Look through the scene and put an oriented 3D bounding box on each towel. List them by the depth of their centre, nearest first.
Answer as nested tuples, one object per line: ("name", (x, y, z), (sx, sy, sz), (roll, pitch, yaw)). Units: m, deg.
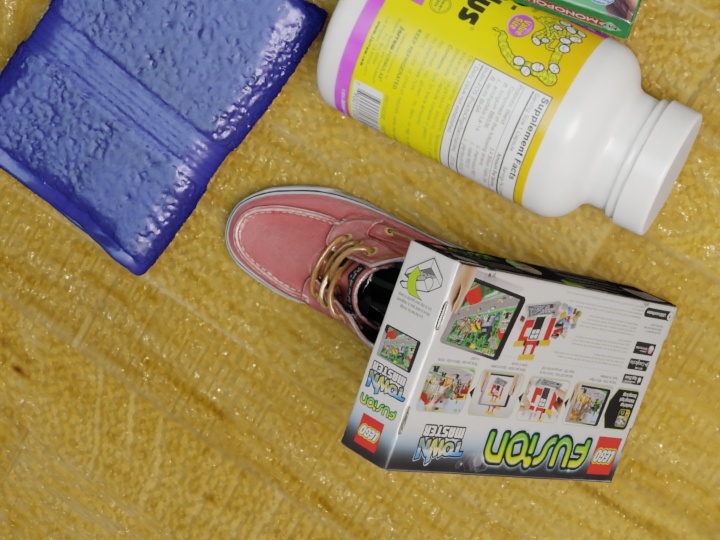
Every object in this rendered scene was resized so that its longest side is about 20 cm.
("towel", (-0.130, -0.117, 1.016), (0.147, 0.050, 0.200), (38, 102, 4))

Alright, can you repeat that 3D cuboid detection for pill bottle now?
("pill bottle", (0.083, -0.097, 0.923), (0.199, 0.104, 0.105), (28, 100, 13))

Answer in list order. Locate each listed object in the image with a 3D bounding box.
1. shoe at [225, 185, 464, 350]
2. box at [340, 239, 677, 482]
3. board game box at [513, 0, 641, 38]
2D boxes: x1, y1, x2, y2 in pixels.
("shoe", (0.000, 0.000, 0.955), (0.199, 0.091, 0.072), (20, 99, 18))
("box", (0.084, 0.053, 0.884), (0.035, 0.199, 0.111), (27, 101, 41))
("board game box", (0.072, -0.219, 0.891), (0.199, 0.029, 0.135), (21, 81, 7))
